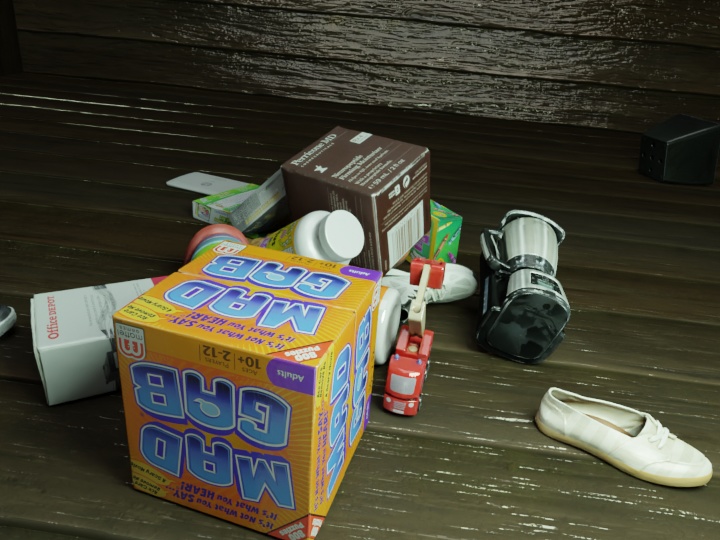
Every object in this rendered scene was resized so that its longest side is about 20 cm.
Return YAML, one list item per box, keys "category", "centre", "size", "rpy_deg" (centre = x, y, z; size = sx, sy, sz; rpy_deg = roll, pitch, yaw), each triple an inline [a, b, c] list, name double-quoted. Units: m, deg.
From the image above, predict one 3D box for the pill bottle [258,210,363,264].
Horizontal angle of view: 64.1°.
- category: "pill bottle"
  centre: [-0.081, -0.032, 0.921]
  size: [0.103, 0.106, 0.199]
  rpy_deg: [-18, -1, -40]

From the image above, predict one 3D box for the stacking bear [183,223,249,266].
- category: "stacking bear"
  centre: [-0.213, 0.019, 0.902]
  size: [0.119, 0.116, 0.201]
  rpy_deg: [-3, 30, -17]

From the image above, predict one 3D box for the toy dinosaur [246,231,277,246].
- category: "toy dinosaur"
  centre: [-0.194, -0.045, 1.094]
  size: [0.105, 0.061, 0.199]
  rpy_deg: [-12, 30, -30]

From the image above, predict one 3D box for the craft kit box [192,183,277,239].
- category: "craft kit box"
  centre: [-0.242, -0.140, 1.310]
  size: [0.195, 0.049, 0.199]
  rpy_deg: [22, 29, 26]

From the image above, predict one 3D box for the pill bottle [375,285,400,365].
- category: "pill bottle"
  centre: [-0.048, 0.060, 0.832]
  size: [0.197, 0.111, 0.110]
  rpy_deg: [12, 25, 15]

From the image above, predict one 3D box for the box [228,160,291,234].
- category: "box"
  centre: [-0.138, -0.142, 1.122]
  size: [0.199, 0.049, 0.157]
  rpy_deg: [-33, -10, 34]

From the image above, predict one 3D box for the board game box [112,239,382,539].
- category: "board game box"
  centre: [-0.103, 0.111, 0.603]
  size: [0.196, 0.203, 0.200]
  rpy_deg: [11, 25, 14]

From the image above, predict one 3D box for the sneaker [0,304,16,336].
- category: "sneaker"
  centre: [-0.569, 0.049, 0.752]
  size: [0.197, 0.116, 0.075]
  rpy_deg: [-11, 29, -31]

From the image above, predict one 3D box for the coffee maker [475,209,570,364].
- category: "coffee maker"
  centre: [0.248, 0.041, 0.894]
  size: [0.132, 0.194, 0.202]
  rpy_deg: [3, 41, 13]

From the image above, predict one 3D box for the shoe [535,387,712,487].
- category: "shoe"
  centre: [0.308, 0.193, 0.679]
  size: [0.197, 0.054, 0.070]
  rpy_deg: [16, 27, 23]

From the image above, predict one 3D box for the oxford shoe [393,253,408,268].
- category: "oxford shoe"
  centre: [0.000, 0.000, 1.043]
  size: [0.197, 0.073, 0.072]
  rpy_deg: [-19, 65, -16]

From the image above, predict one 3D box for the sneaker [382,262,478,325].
- category: "sneaker"
  centre: [0.102, 0.050, 0.951]
  size: [0.196, 0.077, 0.116]
  rpy_deg: [-3, 33, 3]

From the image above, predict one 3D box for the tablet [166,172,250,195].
- category: "tablet"
  centre: [-0.388, -0.224, 1.499]
  size: [0.197, 0.014, 0.130]
  rpy_deg: [14, 26, 20]

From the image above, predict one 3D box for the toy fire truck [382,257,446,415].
- category: "toy fire truck"
  centre: [0.075, 0.080, 0.774]
  size: [0.048, 0.143, 0.200]
  rpy_deg: [9, 25, 10]

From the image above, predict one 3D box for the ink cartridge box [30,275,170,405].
- category: "ink cartridge box"
  centre: [-0.319, 0.083, 0.763]
  size: [0.197, 0.085, 0.145]
  rpy_deg: [-10, 29, -28]

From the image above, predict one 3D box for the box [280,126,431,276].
- category: "box"
  centre: [-0.002, -0.122, 0.988]
  size: [0.198, 0.166, 0.166]
  rpy_deg: [21, 47, 30]

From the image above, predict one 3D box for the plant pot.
- category: "plant pot"
  centre: [1.069, -0.400, 1.963]
  size: [0.174, 0.203, 0.200]
  rpy_deg: [-13, 27, -7]

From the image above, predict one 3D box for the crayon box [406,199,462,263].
- category: "crayon box"
  centre: [0.117, -0.081, 1.158]
  size: [0.057, 0.121, 0.200]
  rpy_deg: [-8, 28, -27]
